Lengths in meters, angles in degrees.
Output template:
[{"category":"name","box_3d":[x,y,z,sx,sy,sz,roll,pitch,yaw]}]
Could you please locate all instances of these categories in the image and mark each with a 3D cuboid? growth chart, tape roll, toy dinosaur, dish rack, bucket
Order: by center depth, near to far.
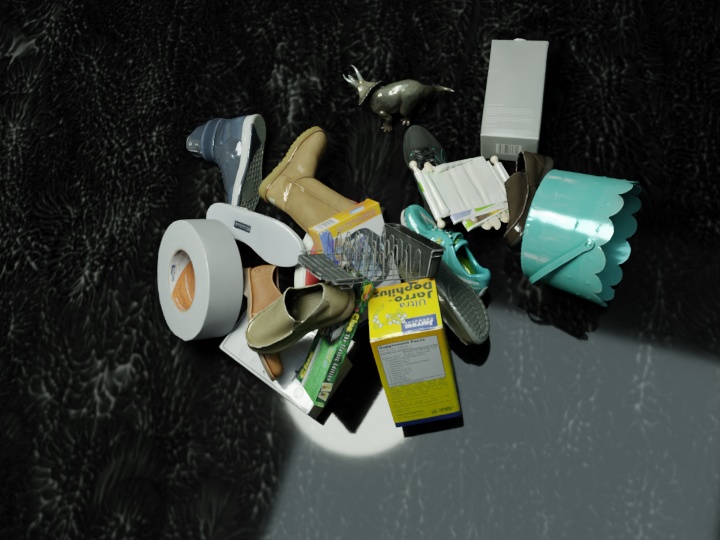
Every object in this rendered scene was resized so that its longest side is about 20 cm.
[{"category":"dish rack","box_3d":[0.010,-0.023,1.129,0.197,0.153,0.056,-5,109,-27]},{"category":"bucket","box_3d":[0.345,-0.055,1.186,0.133,0.207,0.210,17,74,28]},{"category":"growth chart","box_3d":[0.189,-0.131,1.283,0.197,0.018,0.147,-9,71,-27]},{"category":"tape roll","box_3d":[-0.275,0.015,1.284,0.199,0.065,0.204,5,96,51]},{"category":"toy dinosaur","box_3d":[0.071,-0.312,1.382,0.196,0.102,0.078,3,71,13]}]

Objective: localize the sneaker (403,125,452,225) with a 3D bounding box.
[{"category":"sneaker","box_3d":[0.126,-0.181,1.338,0.074,0.079,0.203,-20,67,3]}]

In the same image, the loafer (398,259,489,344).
[{"category":"loafer","box_3d":[0.132,0.042,1.226,0.075,0.070,0.201,-21,69,-45]}]

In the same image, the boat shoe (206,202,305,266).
[{"category":"boat shoe","box_3d":[-0.171,-0.064,1.313,0.197,0.070,0.072,22,103,20]}]

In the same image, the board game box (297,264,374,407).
[{"category":"board game box","box_3d":[-0.040,0.097,1.165,0.023,0.105,0.203,20,96,-24]}]

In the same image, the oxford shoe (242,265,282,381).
[{"category":"oxford shoe","box_3d":[-0.146,0.079,1.236,0.070,0.072,0.203,-13,67,1]}]

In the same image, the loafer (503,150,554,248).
[{"category":"loafer","box_3d":[0.267,-0.123,1.271,0.070,0.073,0.202,27,53,-4]}]

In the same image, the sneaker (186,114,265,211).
[{"category":"sneaker","box_3d":[-0.258,-0.189,1.419,0.144,0.077,0.206,2,79,21]}]

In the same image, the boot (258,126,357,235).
[{"category":"boot","box_3d":[-0.055,-0.135,1.310,0.199,0.066,0.176,34,80,23]}]

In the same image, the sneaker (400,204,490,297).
[{"category":"sneaker","box_3d":[0.147,-0.040,1.273,0.077,0.080,0.201,-26,68,-39]}]

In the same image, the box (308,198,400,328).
[{"category":"box","box_3d":[0.000,0.000,1.240,0.118,0.203,0.041,-27,24,-20]}]

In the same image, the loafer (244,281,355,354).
[{"category":"loafer","box_3d":[-0.102,0.062,1.133,0.198,0.067,0.077,-27,51,23]}]

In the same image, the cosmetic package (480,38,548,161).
[{"category":"cosmetic package","box_3d":[0.275,-0.305,1.351,0.105,0.090,0.203,7,69,13]}]

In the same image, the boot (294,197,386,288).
[{"category":"boot","box_3d":[-0.026,-0.031,1.319,0.142,0.073,0.203,15,70,14]}]

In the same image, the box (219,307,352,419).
[{"category":"box","box_3d":[-0.126,0.144,1.278,0.198,0.060,0.117,32,79,19]}]

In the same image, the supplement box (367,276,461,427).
[{"category":"supplement box","box_3d":[0.083,0.127,1.156,0.107,0.202,0.110,-11,40,6]}]
